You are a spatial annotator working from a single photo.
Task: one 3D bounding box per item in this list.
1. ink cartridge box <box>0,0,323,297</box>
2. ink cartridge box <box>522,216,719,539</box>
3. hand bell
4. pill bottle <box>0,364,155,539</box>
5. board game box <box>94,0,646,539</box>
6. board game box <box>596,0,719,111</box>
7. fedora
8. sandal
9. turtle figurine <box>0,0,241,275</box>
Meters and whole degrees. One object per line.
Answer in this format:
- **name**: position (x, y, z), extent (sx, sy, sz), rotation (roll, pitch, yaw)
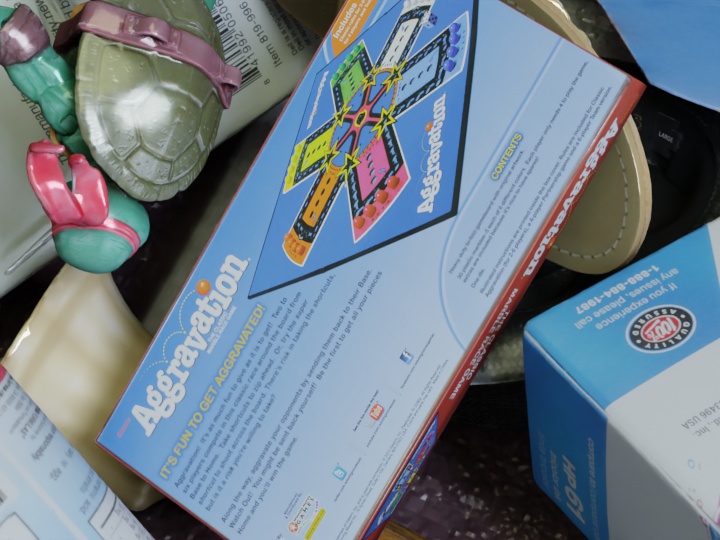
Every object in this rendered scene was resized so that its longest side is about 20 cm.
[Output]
- **ink cartridge box**: position (-0.120, -0.098, 0.829), extent (0.200, 0.083, 0.147), rotation (-35, 108, -16)
- **ink cartridge box**: position (0.165, 0.070, 0.650), extent (0.144, 0.085, 0.200), rotation (-27, 47, -19)
- **hand bell**: position (-0.039, 0.082, 0.791), extent (0.200, 0.104, 0.104), rotation (30, 67, -1)
- **pill bottle**: position (-0.106, 0.129, 0.708), extent (0.109, 0.109, 0.200), rotation (-42, 100, -18)
- **board game box**: position (0.000, 0.000, 0.708), extent (0.103, 0.019, 0.200), rotation (33, 98, 22)
- **board game box**: position (0.163, -0.084, 0.814), extent (0.158, 0.039, 0.200), rotation (-1, 33, -13)
- **fedora**: position (0.054, 0.002, 0.797), extent (0.200, 0.092, 0.201), rotation (-5, 41, 4)
- **sandal**: position (0.051, -0.082, 0.767), extent (0.070, 0.078, 0.212), rotation (-12, 44, -42)
- **turtle figurine**: position (-0.088, -0.069, 0.735), extent (0.101, 0.150, 0.200), rotation (4, 70, 30)
